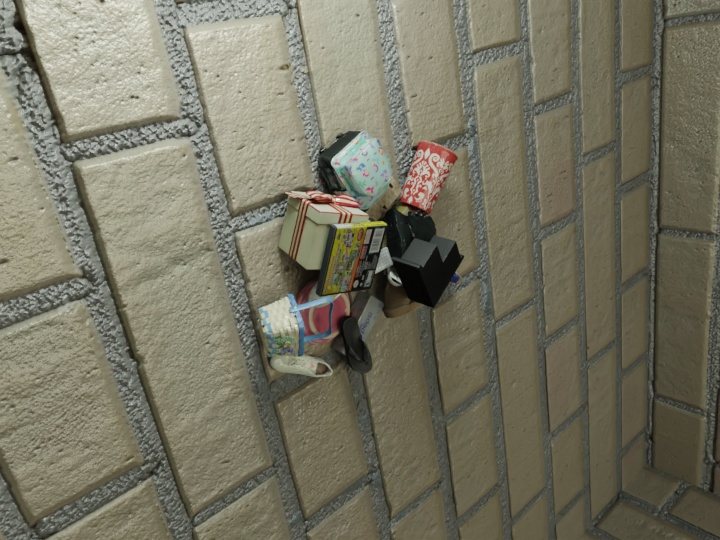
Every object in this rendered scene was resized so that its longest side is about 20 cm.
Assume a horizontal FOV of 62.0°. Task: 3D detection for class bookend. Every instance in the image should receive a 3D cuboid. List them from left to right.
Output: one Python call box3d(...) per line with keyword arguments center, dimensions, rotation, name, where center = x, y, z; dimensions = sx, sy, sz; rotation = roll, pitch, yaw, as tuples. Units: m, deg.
box3d(center=(0.198, -0.035, 1.723), dimensions=(0.199, 0.092, 0.200), rotation=(-56, 145, -22), name="bookend")

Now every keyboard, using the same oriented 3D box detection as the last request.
box3d(center=(0.000, 0.000, 1.691), dimensions=(0.199, 0.011, 0.057), rotation=(-27, 103, -18), name="keyboard")

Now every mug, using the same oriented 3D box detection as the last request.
box3d(center=(0.221, -0.280, 1.897), dimensions=(0.177, 0.133, 0.201), rotation=(25, 87, -40), name="mug")

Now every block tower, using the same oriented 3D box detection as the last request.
box3d(center=(0.046, -0.200, 1.813), dimensions=(0.200, 0.054, 0.058), rotation=(-52, 127, -19), name="block tower")

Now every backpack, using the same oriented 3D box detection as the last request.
box3d(center=(-0.003, -0.277, 1.697), dimensions=(0.178, 0.150, 0.201), rotation=(-46, 131, -24), name="backpack")

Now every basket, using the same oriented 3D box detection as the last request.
box3d(center=(-0.170, 0.150, 1.620), dimensions=(0.199, 0.139, 0.177), rotation=(-18, 144, -17), name="basket")

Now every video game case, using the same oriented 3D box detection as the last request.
box3d(center=(-0.023, -0.032, 1.593), dimensions=(0.180, 0.025, 0.201), rotation=(-7, 122, -40), name="video game case")

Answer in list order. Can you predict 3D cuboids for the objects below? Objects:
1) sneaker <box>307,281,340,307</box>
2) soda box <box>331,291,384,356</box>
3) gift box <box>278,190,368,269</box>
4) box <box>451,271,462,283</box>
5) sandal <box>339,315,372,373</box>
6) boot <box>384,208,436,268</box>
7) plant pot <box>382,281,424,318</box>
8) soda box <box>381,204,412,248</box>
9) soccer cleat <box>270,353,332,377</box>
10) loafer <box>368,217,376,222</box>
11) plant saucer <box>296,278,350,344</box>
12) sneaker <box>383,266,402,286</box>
box3d(center=(-0.079, 0.026, 1.711), dimensions=(0.200, 0.082, 0.074), rotation=(-45, 107, -14), name="sneaker")
box3d(center=(-0.009, 0.169, 1.846), dimensions=(0.068, 0.063, 0.201), rotation=(35, 78, -39), name="soda box")
box3d(center=(-0.114, -0.123, 1.614), dimensions=(0.184, 0.200, 0.188), rotation=(-3, 118, -44), name="gift box")
box3d(center=(0.239, -0.024, 1.979), dimensions=(0.199, 0.121, 0.032), rotation=(14, 123, -41), name="box")
box3d(center=(-0.011, 0.230, 1.788), dimensions=(0.076, 0.043, 0.201), rotation=(-36, 120, -27), name="sandal")
box3d(center=(0.155, -0.090, 1.793), dimensions=(0.162, 0.073, 0.199), rotation=(10, 64, -36), name="boot")
box3d(center=(0.147, 0.060, 1.881), dimensions=(0.200, 0.200, 0.093), rotation=(-32, 100, -31), name="plant pot")
box3d(center=(0.085, -0.107, 1.862), dimensions=(0.200, 0.064, 0.068), rotation=(-53, 128, -19), name="soda box")
box3d(center=(-0.167, 0.270, 1.725), dimensions=(0.199, 0.077, 0.070), rotation=(16, 89, -41), name="soccer cleat")
box3d(center=(0.021, -0.095, 1.709), dimensions=(0.073, 0.072, 0.200), rotation=(-18, 151, -2), name="loafer")
box3d(center=(-0.103, 0.122, 1.763), dimensions=(0.200, 0.051, 0.202), rotation=(-12, 109, -39), name="plant saucer")
box3d(center=(0.110, -0.001, 1.851), dimensions=(0.080, 0.147, 0.201), rotation=(33, 50, -8), name="sneaker")
